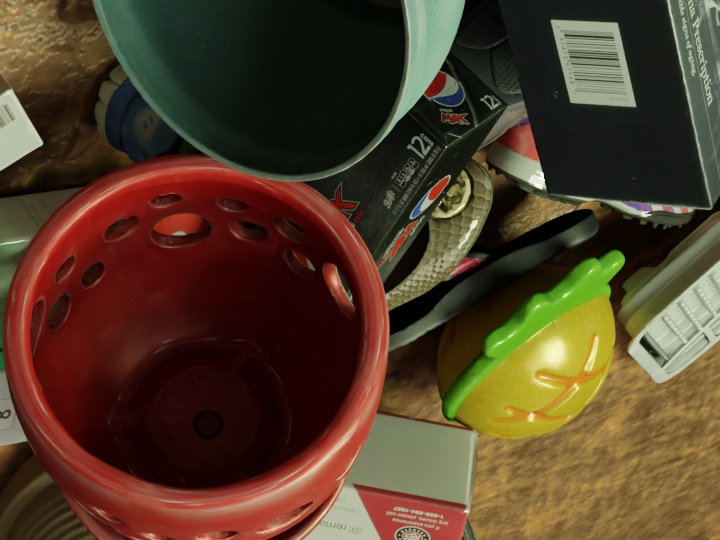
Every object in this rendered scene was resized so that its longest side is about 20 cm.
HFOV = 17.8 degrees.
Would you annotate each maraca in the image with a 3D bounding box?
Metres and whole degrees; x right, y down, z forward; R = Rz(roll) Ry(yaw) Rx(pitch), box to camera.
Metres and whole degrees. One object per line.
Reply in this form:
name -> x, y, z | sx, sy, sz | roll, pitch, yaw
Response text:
maraca -> 0.113, 0.046, 1.513 | 0.137, 0.107, 0.200 | -36, 166, -20

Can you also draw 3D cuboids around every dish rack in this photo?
dish rack -> 0.250, -0.001, 1.603 | 0.172, 0.044, 0.200 | -41, 163, 5

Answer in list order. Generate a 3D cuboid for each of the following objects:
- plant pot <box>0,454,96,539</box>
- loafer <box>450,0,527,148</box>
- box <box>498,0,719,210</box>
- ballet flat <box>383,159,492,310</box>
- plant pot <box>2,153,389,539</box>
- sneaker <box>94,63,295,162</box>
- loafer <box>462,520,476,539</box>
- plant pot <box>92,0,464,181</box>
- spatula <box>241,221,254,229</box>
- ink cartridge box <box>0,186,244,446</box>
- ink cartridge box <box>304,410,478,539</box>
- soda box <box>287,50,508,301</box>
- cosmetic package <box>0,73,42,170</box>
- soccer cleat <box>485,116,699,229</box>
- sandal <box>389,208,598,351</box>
plant pot -> -0.135, 0.198, 1.442 | 0.200, 0.093, 0.201 | -2, 129, -2
loafer -> 0.073, -0.113, 1.394 | 0.200, 0.072, 0.063 | -39, 176, 4
box -> 0.164, -0.169, 1.269 | 0.182, 0.104, 0.200 | -56, 140, -39
ballet flat -> 0.000, 0.000, 1.438 | 0.200, 0.067, 0.046 | -40, 146, 12
plant pot -> -0.086, 0.059, 1.252 | 0.200, 0.201, 0.183 | -29, 163, -12
sneaker -> -0.043, -0.096, 1.289 | 0.200, 0.089, 0.079 | -25, 140, -18
loafer -> 0.041, 0.170, 1.625 | 0.073, 0.072, 0.200 | -38, 140, 2
plant pot -> -0.023, -0.164, 1.179 | 0.134, 0.200, 0.201 | -38, 150, -44
spatula -> -0.067, -0.021, 1.383 | 0.200, 0.021, 0.057 | -58, 156, 7
ink cartridge box -> -0.151, 0.022, 1.356 | 0.200, 0.050, 0.161 | -8, 132, -29
ink cartridge box -> -0.011, 0.192, 1.550 | 0.146, 0.083, 0.200 | 10, 129, -1
soda box -> 0.002, -0.040, 1.324 | 0.071, 0.063, 0.200 | -36, 166, -46
cosmetic package -> -0.269, -0.048, 1.170 | 0.200, 0.083, 0.051 | -33, 143, -6
soccer cleat -> 0.165, -0.077, 1.491 | 0.200, 0.068, 0.073 | 11, 106, -45
sandal -> 0.057, 0.001, 1.483 | 0.200, 0.075, 0.045 | -29, 102, 1
